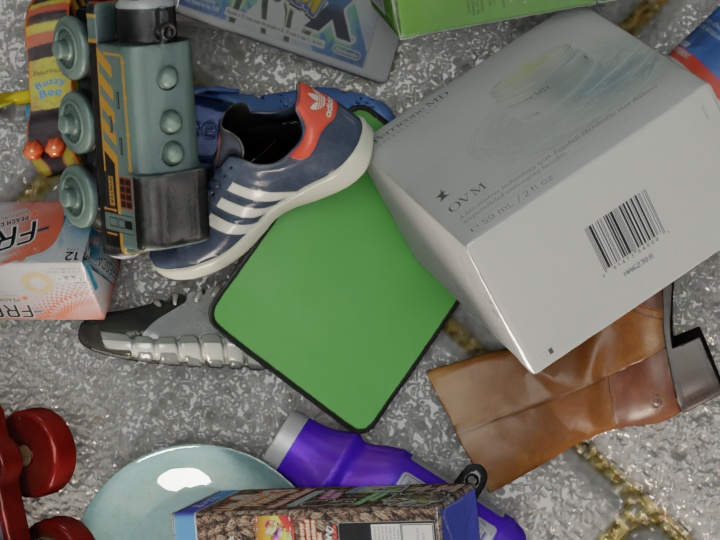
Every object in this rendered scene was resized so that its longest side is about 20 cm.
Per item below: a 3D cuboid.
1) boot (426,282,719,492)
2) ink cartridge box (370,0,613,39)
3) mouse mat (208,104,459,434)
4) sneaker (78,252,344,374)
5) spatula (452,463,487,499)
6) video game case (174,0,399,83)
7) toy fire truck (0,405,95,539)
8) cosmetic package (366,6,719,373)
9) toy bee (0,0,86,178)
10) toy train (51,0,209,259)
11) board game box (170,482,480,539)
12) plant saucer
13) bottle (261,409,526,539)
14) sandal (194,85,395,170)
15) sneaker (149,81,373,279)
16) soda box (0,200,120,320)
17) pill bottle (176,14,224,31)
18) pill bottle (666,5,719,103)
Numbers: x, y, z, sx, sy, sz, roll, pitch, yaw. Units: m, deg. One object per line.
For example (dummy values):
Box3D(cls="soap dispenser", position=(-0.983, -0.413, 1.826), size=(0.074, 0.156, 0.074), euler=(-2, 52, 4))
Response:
Box3D(cls="boot", position=(0.145, 0.045, 1.769), size=(0.200, 0.068, 0.189), euler=(-22, 97, 11))
Box3D(cls="ink cartridge box", position=(0.109, -0.222, 1.711), size=(0.200, 0.104, 0.059), euler=(-11, 111, -8))
Box3D(cls="mouse mat", position=(0.000, 0.000, 1.746), size=(0.161, 0.008, 0.200), euler=(38, 81, -20))
Box3D(cls="sneaker", position=(-0.107, 0.015, 1.772), size=(0.200, 0.075, 0.116), euler=(5, 86, -7))
Box3D(cls="spatula", position=(0.035, 0.222, 1.725), size=(0.056, 0.021, 0.200), euler=(34, 106, 4))
Box3D(cls="video game case", position=(-0.034, -0.248, 1.721), size=(0.200, 0.022, 0.183), euler=(15, 92, -38))
Box3D(cls="toy fire truck", position=(-0.296, 0.192, 1.762), size=(0.168, 0.112, 0.200), euler=(-13, 89, 37))
Box3D(cls="cosmetic package", position=(0.136, -0.064, 1.659), size=(0.199, 0.200, 0.123), euler=(-34, 120, -7))
Box3D(cls="toy bee", position=(-0.211, -0.113, 1.747), size=(0.131, 0.109, 0.200), euler=(-30, 83, 12))
Box3D(cls="toy train", position=(-0.157, -0.103, 1.662), size=(0.085, 0.114, 0.200), euler=(-10, 104, -36))
Box3D(cls="board game box", position=(-0.019, 0.238, 1.681), size=(0.200, 0.097, 0.160), euler=(-3, 94, 18))
Box3D(cls="plant saucer", position=(-0.115, 0.226, 1.779), size=(0.201, 0.039, 0.201), euler=(1, 94, 10))
Box3D(cls="bottle", position=(0.022, 0.175, 1.763), size=(0.200, 0.065, 0.084), euler=(31, 99, 3))
Box3D(cls="sandal", position=(-0.071, -0.100, 1.756), size=(0.200, 0.087, 0.080), euler=(-1, 89, 2))
Box3D(cls="sneaker", position=(-0.089, -0.069, 1.697), size=(0.200, 0.075, 0.084), euler=(-33, 126, 24))
Box3D(cls="soda box", position=(-0.282, -0.007, 1.752), size=(0.200, 0.068, 0.064), euler=(-1, 49, 12))
Box3D(cls="pill bottle", position=(-0.117, -0.281, 1.743), size=(0.109, 0.109, 0.200), euler=(10, 92, 3))
Box3D(cls="pill bottle", position=(0.323, -0.177, 1.719), size=(0.200, 0.112, 0.112), euler=(-44, 88, 2))
